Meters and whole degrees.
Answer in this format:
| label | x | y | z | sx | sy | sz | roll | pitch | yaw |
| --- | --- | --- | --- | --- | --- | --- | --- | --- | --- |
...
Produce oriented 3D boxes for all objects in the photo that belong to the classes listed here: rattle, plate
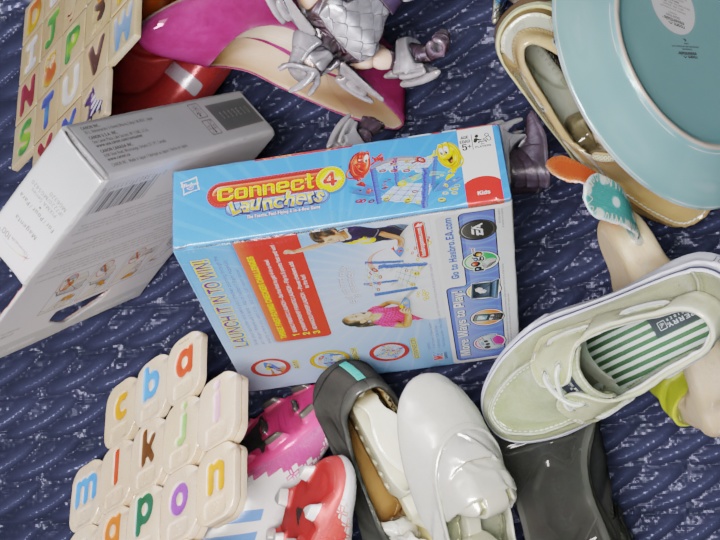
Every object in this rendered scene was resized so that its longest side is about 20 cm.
| label | x | y | z | sx | sy | sz | roll | pitch | yaw |
| --- | --- | --- | --- | --- | --- | --- | --- | --- | --- |
| rattle | 0.222 | -0.006 | 0.780 | 0.142 | 0.130 | 0.201 | -22 | 96 | 14 |
| plate | 0.204 | -0.137 | 0.778 | 0.199 | 0.026 | 0.202 | 12 | 68 | -31 |

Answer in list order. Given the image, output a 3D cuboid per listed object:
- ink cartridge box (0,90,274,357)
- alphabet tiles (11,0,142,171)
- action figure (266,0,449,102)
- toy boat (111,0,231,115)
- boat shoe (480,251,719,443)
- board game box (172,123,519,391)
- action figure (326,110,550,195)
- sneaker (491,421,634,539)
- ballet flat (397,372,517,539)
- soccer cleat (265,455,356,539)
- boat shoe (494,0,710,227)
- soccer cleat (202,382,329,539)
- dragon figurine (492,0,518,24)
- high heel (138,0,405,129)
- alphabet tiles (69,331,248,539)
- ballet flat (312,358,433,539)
| label | x | y | z | sx | sy | sz | roll | pitch | yaw |
| --- | --- | --- | --- | --- | --- | --- | --- | --- | --- |
| ink cartridge box | -0.160 | -0.030 | 0.772 | 0.044 | 0.200 | 0.174 | 48 | 117 | 6 |
| alphabet tiles | -0.179 | -0.157 | 0.770 | 0.166 | 0.006 | 0.201 | -33 | 51 | 43 |
| action figure | 0.022 | -0.186 | 0.757 | 0.200 | 0.130 | 0.069 | -47 | 47 | 0 |
| toy boat | -0.146 | -0.182 | 0.830 | 0.130 | 0.131 | 0.201 | 37 | 93 | 6 |
| boat shoe | 0.138 | 0.053 | 0.726 | 0.072 | 0.062 | 0.200 | 53 | 129 | 3 |
| board game box | 0.000 | 0.000 | 0.774 | 0.194 | 0.200 | 0.056 | -8 | 60 | 4 |
| action figure | 0.023 | -0.055 | 0.814 | 0.198 | 0.130 | 0.070 | -13 | 70 | -6 |
| sneaker | 0.141 | 0.152 | 0.827 | 0.076 | 0.114 | 0.201 | -16 | 60 | 10 |
| ballet flat | 0.075 | 0.161 | 0.757 | 0.069 | 0.069 | 0.202 | -12 | 96 | 6 |
| soccer cleat | -0.025 | 0.207 | 0.815 | 0.085 | 0.069 | 0.201 | 11 | 116 | -17 |
| boat shoe | 0.161 | -0.088 | 0.788 | 0.200 | 0.076 | 0.072 | 37 | 113 | -19 |
| soccer cleat | -0.075 | 0.164 | 0.855 | 0.200 | 0.070 | 0.086 | -42 | 111 | -1 |
| dragon figurine | 0.144 | -0.216 | 0.833 | 0.099 | 0.059 | 0.202 | 5 | 94 | 4 |
| high heel | -0.052 | -0.132 | 0.805 | 0.067 | 0.199 | 0.097 | -29 | 77 | 41 |
| alphabet tiles | -0.138 | 0.147 | 0.809 | 0.200 | 0.015 | 0.197 | -34 | 46 | 38 |
| ballet flat | 0.027 | 0.152 | 0.808 | 0.068 | 0.068 | 0.201 | -33 | 104 | -22 |
